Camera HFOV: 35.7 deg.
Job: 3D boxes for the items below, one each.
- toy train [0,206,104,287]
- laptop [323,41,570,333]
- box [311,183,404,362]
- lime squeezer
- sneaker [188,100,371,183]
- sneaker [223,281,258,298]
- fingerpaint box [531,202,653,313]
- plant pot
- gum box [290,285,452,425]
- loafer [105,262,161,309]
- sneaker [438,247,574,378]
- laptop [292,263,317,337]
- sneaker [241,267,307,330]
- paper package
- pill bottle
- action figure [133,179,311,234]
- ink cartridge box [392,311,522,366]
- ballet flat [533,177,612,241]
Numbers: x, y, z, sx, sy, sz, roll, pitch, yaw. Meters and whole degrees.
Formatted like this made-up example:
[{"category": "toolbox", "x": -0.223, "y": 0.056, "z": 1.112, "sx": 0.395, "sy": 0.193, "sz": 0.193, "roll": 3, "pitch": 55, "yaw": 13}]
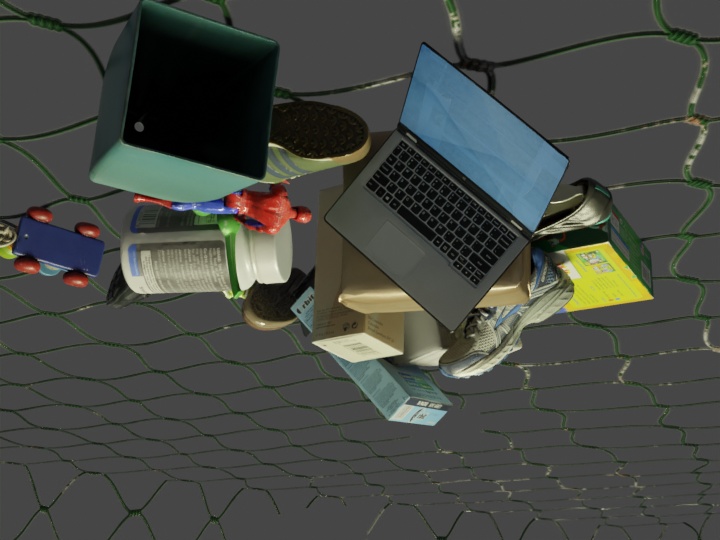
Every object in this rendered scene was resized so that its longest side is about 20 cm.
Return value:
[{"category": "toy train", "x": -0.452, "y": -0.039, "z": 1.478, "sx": 0.199, "sy": 0.085, "sz": 0.115, "roll": 19, "pitch": 166, "yaw": -38}, {"category": "laptop", "x": 0.077, "y": -0.077, "z": 1.105, "sx": 0.187, "sy": 0.200, "sz": 0.116, "roll": 41, "pitch": -175, "yaw": 16}, {"category": "box", "x": 0.000, "y": 0.000, "z": 1.359, "sx": 0.077, "sy": 0.202, "sz": 0.095, "roll": -12, "pitch": 156, "yaw": 32}, {"category": "lime squeezer", "x": -0.187, "y": -0.059, "z": 1.356, "sx": 0.071, "sy": 0.200, "sz": 0.038, "roll": -54, "pitch": 157, "yaw": 21}, {"category": "sneaker", "x": -0.079, "y": -0.134, "z": 1.214, "sx": 0.198, "sy": 0.068, "sz": 0.090, "roll": 2, "pitch": 161, "yaw": 14}, {"category": "sneaker", "x": -0.177, "y": 0.008, "z": 1.567, "sx": 0.075, "sy": 0.077, "sz": 0.200, "roll": -2, "pitch": 160, "yaw": 5}, {"category": "fingerpaint box", "x": 0.275, "y": -0.017, "z": 1.470, "sx": 0.166, "sy": 0.074, "sz": 0.200, "roll": -11, "pitch": 153, "yaw": 28}, {"category": "plant pot", "x": -0.191, "y": -0.144, "z": 1.098, "sx": 0.140, "sy": 0.142, "sz": 0.200, "roll": 13, "pitch": 162, "yaw": -28}, {"category": "gum box", "x": 0.017, "y": 0.114, "z": 1.465, "sx": 0.045, "sy": 0.200, "sz": 0.170, "roll": -47, "pitch": 157, "yaw": 9}, {"category": "loafer", "x": -0.308, "y": 0.014, "z": 1.601, "sx": 0.070, "sy": 0.069, "sz": 0.200, "roll": 23, "pitch": 148, "yaw": -25}, {"category": "sneaker", "x": 0.163, "y": 0.047, "z": 1.365, "sx": 0.085, "sy": 0.200, "sz": 0.077, "roll": 53, "pitch": 169, "yaw": -21}, {"category": "laptop", "x": 0.013, "y": 0.015, "z": 1.530, "sx": 0.103, "sy": 0.200, "sz": 0.177, "roll": 35, "pitch": 164, "yaw": 15}, {"category": "sneaker", "x": -0.124, "y": 0.057, "z": 1.565, "sx": 0.076, "sy": 0.070, "sz": 0.200, "roll": -46, "pitch": 175, "yaw": 22}, {"category": "paper package", "x": 0.082, "y": -0.056, "z": 1.220, "sx": 0.198, "sy": 0.192, "sz": 0.103, "roll": -3, "pitch": 168, "yaw": 14}, {"category": "pill bottle", "x": -0.192, "y": -0.029, "z": 1.419, "sx": 0.198, "sy": 0.115, "sz": 0.114, "roll": -1, "pitch": 159, "yaw": 9}, {"category": "action figure", "x": -0.154, "y": -0.088, "z": 1.293, "sx": 0.198, "sy": 0.066, "sz": 0.099, "roll": 13, "pitch": -169, "yaw": -7}, {"category": "ink cartridge box", "x": 0.116, "y": 0.046, "z": 1.484, "sx": 0.084, "sy": 0.147, "sz": 0.199, "roll": -25, "pitch": 163, "yaw": 35}, {"category": "ballet flat", "x": 0.206, "y": -0.070, "z": 1.364, "sx": 0.199, "sy": 0.068, "sz": 0.068, "roll": -20, "pitch": 142, "yaw": 24}]
